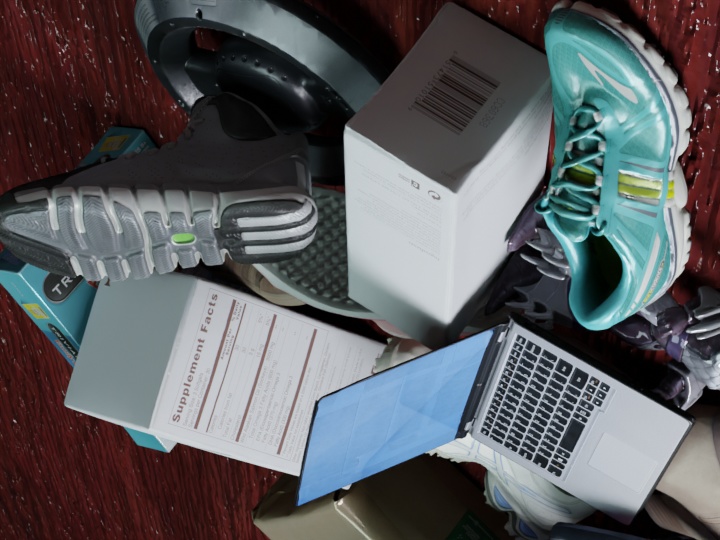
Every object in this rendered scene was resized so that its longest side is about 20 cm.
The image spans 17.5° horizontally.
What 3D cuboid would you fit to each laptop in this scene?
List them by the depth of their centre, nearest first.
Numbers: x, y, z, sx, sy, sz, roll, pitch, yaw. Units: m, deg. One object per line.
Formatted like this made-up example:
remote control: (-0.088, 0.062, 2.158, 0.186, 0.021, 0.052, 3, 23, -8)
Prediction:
laptop: (0.078, 0.120, 1.457, 0.200, 0.116, 0.187, 30, 156, 8)

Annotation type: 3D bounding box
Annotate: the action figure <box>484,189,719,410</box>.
action figure: (0.178, 0.033, 1.399, 0.200, 0.069, 0.130, 29, 147, 14)

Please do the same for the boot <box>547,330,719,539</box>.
boot: (0.210, 0.106, 1.501, 0.200, 0.070, 0.146, 47, 150, -21)

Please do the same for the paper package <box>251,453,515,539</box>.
paper package: (0.037, 0.228, 1.927, 0.200, 0.104, 0.191, 44, 157, -10)

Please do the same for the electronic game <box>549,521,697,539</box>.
electronic game: (0.226, 0.202, 1.588, 0.199, 0.042, 0.200, 15, 173, 2)

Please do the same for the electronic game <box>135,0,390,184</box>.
electronic game: (-0.054, -0.120, 1.476, 0.199, 0.042, 0.200, 25, 157, 11)

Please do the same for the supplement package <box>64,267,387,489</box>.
supplement package: (-0.097, 0.078, 1.735, 0.200, 0.118, 0.117, 21, 173, -40)

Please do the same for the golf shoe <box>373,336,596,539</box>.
golf shoe: (0.101, 0.109, 1.676, 0.200, 0.078, 0.097, 42, 141, -20)

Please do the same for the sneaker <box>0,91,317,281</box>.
sneaker: (-0.124, -0.058, 1.450, 0.199, 0.116, 0.075, 0, 139, 2)

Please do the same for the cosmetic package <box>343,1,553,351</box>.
cosmetic package: (0.051, -0.050, 1.380, 0.081, 0.113, 0.200, 32, 154, 15)

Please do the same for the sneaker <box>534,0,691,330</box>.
sneaker: (0.134, -0.054, 1.271, 0.077, 0.080, 0.200, 19, 136, 40)

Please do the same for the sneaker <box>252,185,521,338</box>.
sneaker: (0.000, 0.000, 1.536, 0.200, 0.076, 0.105, 16, 170, -19)

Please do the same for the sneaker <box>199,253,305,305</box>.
sneaker: (-0.071, -0.027, 1.660, 0.200, 0.070, 0.076, 5, 139, 53)

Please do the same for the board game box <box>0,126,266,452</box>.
board game box: (-0.167, 0.015, 1.776, 0.047, 0.151, 0.200, 8, 143, 50)
